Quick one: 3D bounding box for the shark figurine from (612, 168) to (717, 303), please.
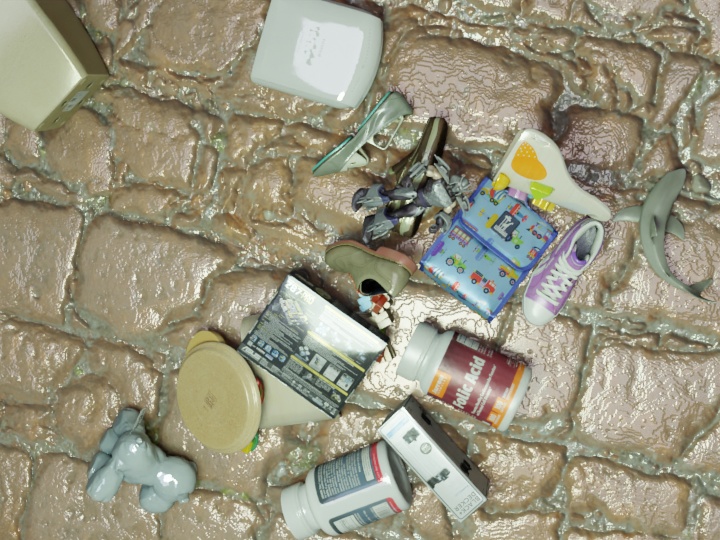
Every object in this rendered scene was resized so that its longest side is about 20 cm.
[{"bbox_3d":[0.475,-0.042,1.465,0.128,0.089,0.216,-15,89,11],"label":"shark figurine"}]

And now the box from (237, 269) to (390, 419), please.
[{"bbox_3d":[-0.077,0.121,1.529,0.200,0.049,0.162,34,104,1],"label":"box"}]

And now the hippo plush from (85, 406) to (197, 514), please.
[{"bbox_3d":[-0.361,0.330,1.620,0.161,0.160,0.200,33,116,-24],"label":"hippo plush"}]

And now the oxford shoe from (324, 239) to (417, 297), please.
[{"bbox_3d":[0.000,0.000,1.507,0.070,0.200,0.075,40,71,-34],"label":"oxford shoe"}]

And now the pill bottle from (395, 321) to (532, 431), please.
[{"bbox_3d":[0.166,0.167,1.513,0.199,0.114,0.115,25,97,7],"label":"pill bottle"}]

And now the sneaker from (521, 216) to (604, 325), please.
[{"bbox_3d":[0.319,0.002,1.480,0.072,0.114,0.201,30,99,5],"label":"sneaker"}]

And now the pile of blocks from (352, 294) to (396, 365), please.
[{"bbox_3d":[0.020,0.067,1.559,0.082,0.062,0.201,3,93,9],"label":"pile of blocks"}]

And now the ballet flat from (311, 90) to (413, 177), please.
[{"bbox_3d":[0.006,-0.210,1.546,0.200,0.067,0.064,-44,93,9],"label":"ballet flat"}]

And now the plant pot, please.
[{"bbox_3d":[-0.548,-0.345,1.576,0.200,0.200,0.177,-42,97,9],"label":"plant pot"}]

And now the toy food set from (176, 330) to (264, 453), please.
[{"bbox_3d":[-0.241,0.216,1.592,0.199,0.049,0.199,27,111,29],"label":"toy food set"}]

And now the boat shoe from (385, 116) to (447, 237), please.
[{"bbox_3d":[0.081,-0.160,1.532,0.075,0.075,0.203,19,96,14],"label":"boat shoe"}]

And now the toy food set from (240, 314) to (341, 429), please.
[{"bbox_3d":[-0.117,0.168,1.597,0.143,0.060,0.201,-9,99,8],"label":"toy food set"}]

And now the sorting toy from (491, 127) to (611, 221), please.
[{"bbox_3d":[0.302,-0.132,1.436,0.180,0.200,0.107,30,101,3],"label":"sorting toy"}]

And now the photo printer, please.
[{"bbox_3d":[-0.066,-0.364,1.546,0.199,0.069,0.167,19,96,8],"label":"photo printer"}]

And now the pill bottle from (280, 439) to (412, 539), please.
[{"bbox_3d":[-0.025,0.371,1.555,0.199,0.120,0.120,-23,89,10],"label":"pill bottle"}]

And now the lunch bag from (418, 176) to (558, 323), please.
[{"bbox_3d":[0.213,-0.040,1.519,0.150,0.094,0.200,37,86,7],"label":"lunch bag"}]

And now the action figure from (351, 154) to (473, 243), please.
[{"bbox_3d":[0.087,-0.109,1.465,0.199,0.069,0.130,-15,117,28],"label":"action figure"}]

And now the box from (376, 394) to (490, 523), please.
[{"bbox_3d":[0.122,0.304,1.528,0.060,0.117,0.200,-44,86,9],"label":"box"}]
